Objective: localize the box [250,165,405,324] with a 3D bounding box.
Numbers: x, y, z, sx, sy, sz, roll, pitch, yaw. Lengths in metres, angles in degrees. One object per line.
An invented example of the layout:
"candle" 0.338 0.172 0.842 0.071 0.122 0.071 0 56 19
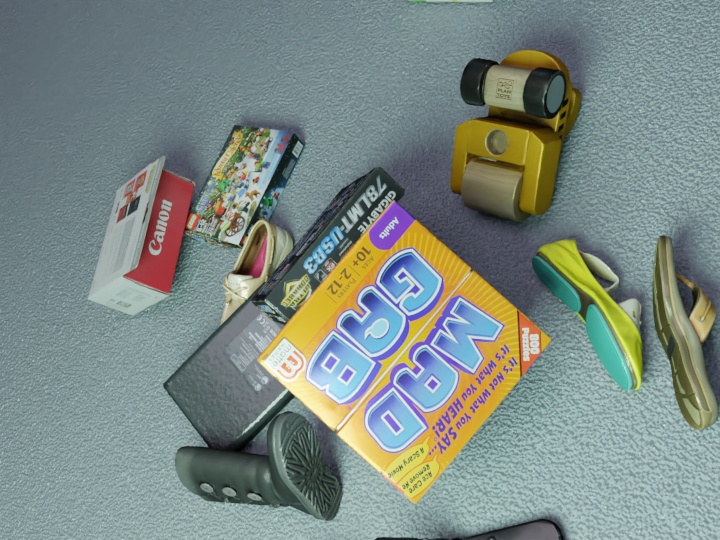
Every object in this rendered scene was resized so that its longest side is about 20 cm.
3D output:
"box" -0.047 -0.025 0.910 0.200 0.050 0.198 -51 8 -11

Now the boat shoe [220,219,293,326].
"boat shoe" -0.163 0.020 1.078 0.073 0.069 0.202 7 69 33

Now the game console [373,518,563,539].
"game console" 0.117 0.342 0.706 0.171 0.119 0.202 -21 56 20

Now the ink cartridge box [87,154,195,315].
"ink cartridge box" -0.330 -0.053 1.174 0.175 0.083 0.202 -22 53 46

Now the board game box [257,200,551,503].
"board game box" 0.042 0.079 0.794 0.200 0.200 0.200 41 88 3

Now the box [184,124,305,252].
"box" -0.187 -0.132 1.195 0.136 0.038 0.202 13 72 35

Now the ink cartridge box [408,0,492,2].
"ink cartridge box" 0.163 -0.477 1.157 0.199 0.067 0.118 16 73 37

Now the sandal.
"sandal" 0.335 0.059 0.763 0.053 0.081 0.202 -9 61 8

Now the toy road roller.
"toy road roller" 0.206 -0.173 0.953 0.122 0.145 0.202 20 113 36

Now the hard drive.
"hard drive" -0.153 0.135 1.008 0.200 0.033 0.140 -44 72 2

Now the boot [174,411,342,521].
"boot" -0.138 0.226 0.900 0.198 0.166 0.066 2 37 31

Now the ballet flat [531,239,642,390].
"ballet flat" 0.264 0.037 0.825 0.066 0.067 0.201 -23 50 -8
